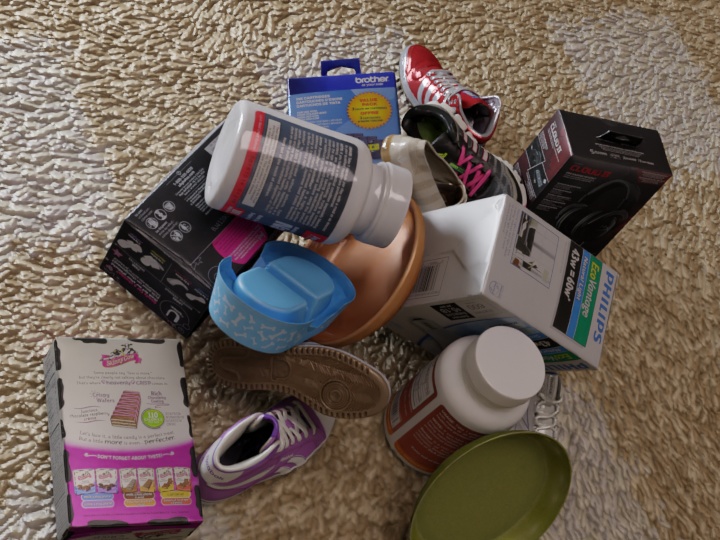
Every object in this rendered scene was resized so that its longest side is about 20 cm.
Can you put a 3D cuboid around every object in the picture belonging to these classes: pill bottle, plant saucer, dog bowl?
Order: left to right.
[{"bbox_3d":[-0.084,0.029,1.420,0.111,0.050,0.200,36,23,13],"label":"dog bowl"},{"bbox_3d":[-0.053,-0.094,1.446,0.200,0.120,0.120,18,56,-16],"label":"pill bottle"},{"bbox_3d":[0.000,0.000,1.530,0.037,0.200,0.200,35,48,-35],"label":"plant saucer"},{"bbox_3d":[0.115,0.140,1.497,0.112,0.200,0.112,13,58,-21],"label":"pill bottle"},{"bbox_3d":[0.135,0.246,1.473,0.200,0.200,0.031,-1,32,-29],"label":"plant saucer"}]

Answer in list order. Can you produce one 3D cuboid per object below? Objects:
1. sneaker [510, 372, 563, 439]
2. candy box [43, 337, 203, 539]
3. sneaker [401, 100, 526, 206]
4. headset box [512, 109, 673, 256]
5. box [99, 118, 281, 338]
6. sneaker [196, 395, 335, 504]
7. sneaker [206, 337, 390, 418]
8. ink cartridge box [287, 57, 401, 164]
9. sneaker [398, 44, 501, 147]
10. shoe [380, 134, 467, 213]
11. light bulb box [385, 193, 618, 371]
[{"bbox_3d":[0.199,0.163,1.600,0.074,0.087,0.200,10,60,-32],"label":"sneaker"},{"bbox_3d":[-0.241,0.169,1.377,0.136,0.061,0.200,3,62,-26],"label":"candy box"},{"bbox_3d":[0.117,-0.131,1.651,0.200,0.074,0.087,52,27,22],"label":"sneaker"},{"bbox_3d":[0.268,-0.107,1.665,0.149,0.200,0.077,8,53,-26],"label":"headset box"},{"bbox_3d":[-0.170,-0.048,1.509,0.132,0.115,0.200,39,51,0],"label":"box"},{"bbox_3d":[-0.085,0.172,1.427,0.200,0.114,0.073,-32,79,-39],"label":"sneaker"},{"bbox_3d":[-0.053,0.102,1.459,0.200,0.070,0.108,12,10,15],"label":"sneaker"},{"bbox_3d":[-0.018,-0.162,1.652,0.136,0.076,0.200,-4,60,0],"label":"ink cartridge box"},{"bbox_3d":[0.117,-0.229,1.769,0.071,0.112,0.200,-5,65,-31],"label":"sneaker"},{"bbox_3d":[0.090,-0.087,1.587,0.200,0.053,0.070,50,40,-45],"label":"shoe"},{"bbox_3d":[0.146,0.025,1.540,0.200,0.198,0.125,31,64,-33],"label":"light bulb box"}]
